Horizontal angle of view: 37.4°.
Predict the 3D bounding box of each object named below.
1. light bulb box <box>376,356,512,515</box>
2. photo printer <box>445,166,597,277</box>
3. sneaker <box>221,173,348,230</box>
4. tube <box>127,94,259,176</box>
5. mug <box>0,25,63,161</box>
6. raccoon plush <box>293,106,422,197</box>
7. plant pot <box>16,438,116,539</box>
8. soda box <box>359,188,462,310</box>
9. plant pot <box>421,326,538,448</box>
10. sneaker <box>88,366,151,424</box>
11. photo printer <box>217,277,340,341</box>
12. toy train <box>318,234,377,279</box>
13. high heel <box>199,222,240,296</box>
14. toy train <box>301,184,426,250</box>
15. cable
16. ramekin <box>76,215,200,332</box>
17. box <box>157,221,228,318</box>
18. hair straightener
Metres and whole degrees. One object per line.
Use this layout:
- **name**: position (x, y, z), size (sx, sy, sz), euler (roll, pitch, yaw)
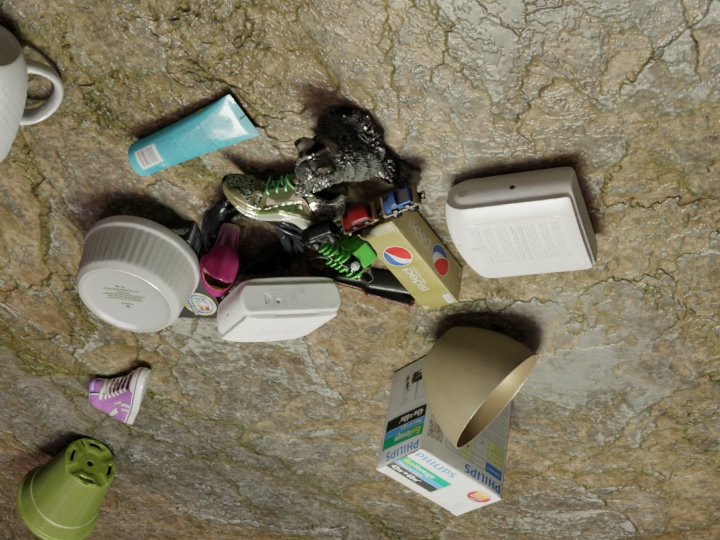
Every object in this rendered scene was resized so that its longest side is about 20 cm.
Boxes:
- **light bulb box**: position (0.150, 0.287, 1.864), size (0.197, 0.202, 0.124), euler (33, 138, -23)
- **photo printer**: position (0.224, -0.064, 1.515), size (0.197, 0.070, 0.167), euler (-6, 138, 25)
- **sneaker**: position (-0.104, -0.119, 1.561), size (0.197, 0.078, 0.089), euler (15, 132, -12)
- **tube**: position (-0.245, -0.190, 1.529), size (0.197, 0.051, 0.078), euler (-17, 137, 27)
- **mug**: position (-0.512, -0.250, 1.476), size (0.197, 0.149, 0.176), euler (0, 144, -35)
- **raccoon plush**: position (-0.002, -0.133, 1.446), size (0.197, 0.135, 0.097), euler (23, 140, -11)
- **plant pot**: position (-0.638, 0.474, 2.375), size (0.198, 0.202, 0.190), euler (29, 127, -19)
- **soda box**: position (0.078, -0.029, 1.604), size (0.063, 0.069, 0.200), euler (-14, 134, 32)
- **plant pot**: position (0.177, 0.172, 1.749), size (0.134, 0.199, 0.202), euler (41, 147, 19)
- **sneaker**: position (-0.484, 0.239, 2.109), size (0.113, 0.073, 0.201), euler (25, 141, -9)
- **photo printer**: position (-0.139, 0.066, 1.714), size (0.164, 0.071, 0.200), euler (-2, 166, -21)
- **toy train**: position (-0.022, -0.029, 1.571), size (0.042, 0.056, 0.200), euler (50, 174, -16)
- **high heel**: position (-0.221, 0.015, 1.656), size (0.066, 0.097, 0.200), euler (17, 148, -12)
- **toy train**: position (0.001, -0.077, 1.510), size (0.197, 0.035, 0.046), euler (-21, 153, 23)
- **cable**: position (-0.169, -0.052, 1.678), size (0.161, 0.052, 0.200), euler (18, 146, -17)
- **ramekin**: position (-0.362, 0.014, 1.703), size (0.199, 0.095, 0.204), euler (9, 141, 7)
- **box**: position (-0.322, 0.002, 1.786), size (0.157, 0.045, 0.202), euler (2, 140, 16)
- **hair straightener**: position (0.000, 0.000, 1.697), size (0.197, 0.041, 0.077), euler (18, 142, 2)
